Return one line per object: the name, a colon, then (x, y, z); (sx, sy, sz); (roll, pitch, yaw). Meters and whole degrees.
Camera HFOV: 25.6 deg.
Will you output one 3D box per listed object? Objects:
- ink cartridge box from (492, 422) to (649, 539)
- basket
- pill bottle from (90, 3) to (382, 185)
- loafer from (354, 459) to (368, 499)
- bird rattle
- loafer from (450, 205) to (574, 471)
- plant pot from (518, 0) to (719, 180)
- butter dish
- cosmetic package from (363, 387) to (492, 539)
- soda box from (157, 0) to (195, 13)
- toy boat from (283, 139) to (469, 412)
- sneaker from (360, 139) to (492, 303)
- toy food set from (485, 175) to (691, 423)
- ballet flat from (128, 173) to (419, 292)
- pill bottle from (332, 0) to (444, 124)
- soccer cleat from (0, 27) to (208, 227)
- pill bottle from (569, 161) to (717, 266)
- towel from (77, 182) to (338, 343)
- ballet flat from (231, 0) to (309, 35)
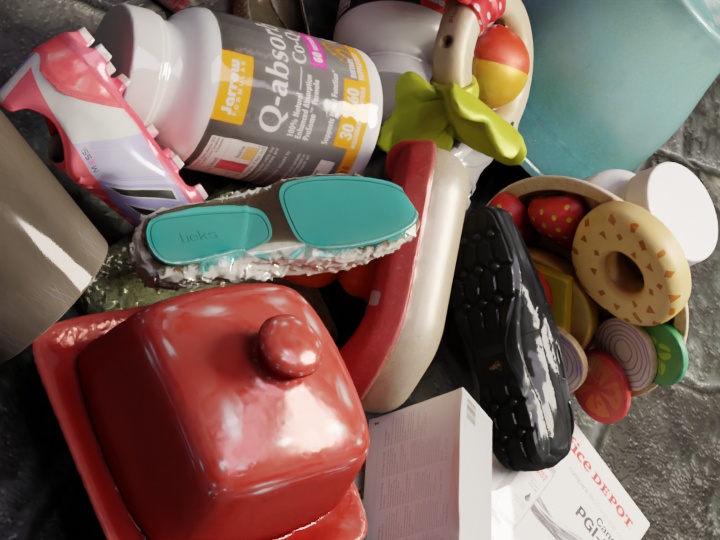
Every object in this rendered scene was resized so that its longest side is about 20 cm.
ink cartridge box: (0.116, 0.210, 1.221); (0.147, 0.083, 0.200); (53, 48, -8)
basket: (-0.264, -0.047, 0.977); (0.200, 0.136, 0.181); (48, 26, -20)
pill bottle: (-0.093, -0.126, 1.158); (0.199, 0.116, 0.117); (10, 66, -31)
loafer: (-0.073, 0.156, 1.109); (0.199, 0.063, 0.072); (-6, 57, -45)
bird rattle: (0.084, -0.171, 1.230); (0.163, 0.112, 0.201); (17, 74, -60)
loafer: (0.117, 0.051, 1.195); (0.070, 0.068, 0.202); (-4, 81, -51)
plant pot: (0.214, -0.187, 1.356); (0.200, 0.188, 0.201); (37, 31, -28)
butter dish: (-0.074, 0.080, 1.003); (0.199, 0.148, 0.201); (-8, 63, -42)
cosmetic package: (0.046, 0.183, 1.089); (0.051, 0.082, 0.201); (50, 32, -38)
soda box: (-0.099, -0.270, 1.160); (0.063, 0.200, 0.070); (31, 54, -26)
toy boat: (0.000, 0.000, 1.151); (0.130, 0.131, 0.201); (11, 81, 0)
sneaker: (0.051, -0.039, 1.287); (0.200, 0.075, 0.082); (-47, 110, -30)
toy food set: (0.165, 0.022, 1.223); (0.049, 0.199, 0.199); (-36, 136, -43)
ballet flat: (-0.061, -0.022, 1.069); (0.199, 0.072, 0.072); (-7, 76, -19)
pill bottle: (0.039, -0.224, 1.316); (0.112, 0.112, 0.201); (26, 57, -29)
soccer cleat: (-0.164, -0.071, 1.058); (0.076, 0.067, 0.200); (-36, 131, -6)
pill bottle: (0.189, -0.016, 1.296); (0.111, 0.200, 0.112); (16, 63, -34)
towel: (-0.107, 0.023, 1.144); (0.200, 0.036, 0.149); (-29, 91, -43)
ballet flat: (-0.070, -0.224, 1.270); (0.067, 0.046, 0.201); (5, 69, -38)
